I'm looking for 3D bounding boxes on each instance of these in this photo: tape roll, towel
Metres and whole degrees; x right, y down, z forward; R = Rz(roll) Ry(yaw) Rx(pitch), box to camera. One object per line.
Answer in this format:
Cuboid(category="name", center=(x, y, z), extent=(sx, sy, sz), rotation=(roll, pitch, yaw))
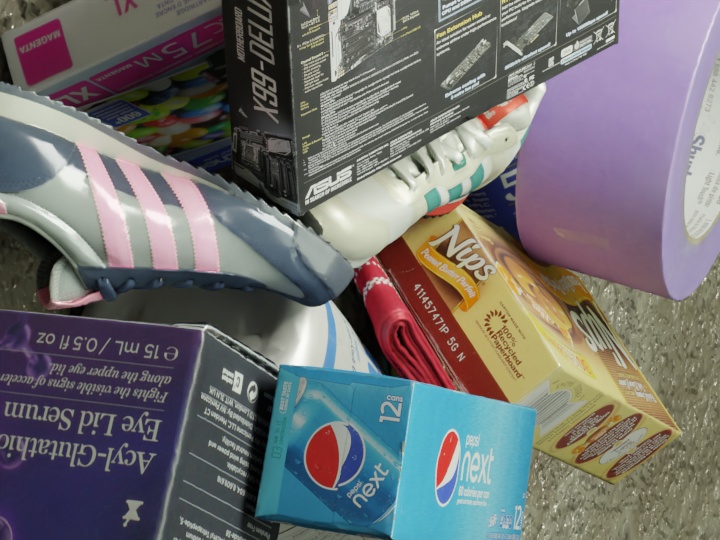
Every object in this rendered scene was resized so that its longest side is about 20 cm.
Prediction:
Cuboid(category="tape roll", center=(0.157, -0.091, 1.482), extent=(0.200, 0.084, 0.201), rotation=(17, 90, -70))
Cuboid(category="towel", center=(0.000, 0.000, 1.418), extent=(0.200, 0.022, 0.145), rotation=(59, 0, 41))

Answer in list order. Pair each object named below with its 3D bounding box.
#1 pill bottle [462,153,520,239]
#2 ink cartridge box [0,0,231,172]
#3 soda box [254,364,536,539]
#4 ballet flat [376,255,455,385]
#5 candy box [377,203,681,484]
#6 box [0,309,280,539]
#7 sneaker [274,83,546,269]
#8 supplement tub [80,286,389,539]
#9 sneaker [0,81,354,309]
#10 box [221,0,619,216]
Cuboid(category="pill bottle", center=(0.065, -0.106, 1.558), extent=(0.200, 0.119, 0.120), rotation=(56, 45, -51))
Cuboid(category="ink cartridge box", center=(-0.064, -0.093, 1.297), extent=(0.200, 0.119, 0.042), rotation=(20, 51, -64))
Cuboid(category="soda box", center=(0.020, 0.085, 1.239), extent=(0.200, 0.064, 0.068), rotation=(19, 79, -71))
Cuboid(category="ballet flat", center=(0.037, 0.031, 1.575), extent=(0.071, 0.070, 0.201), rotation=(-42, 130, -55))
Cuboid(category="candy box", center=(0.094, 0.041, 1.494), extent=(0.116, 0.055, 0.200), rotation=(59, 13, 24))
Cuboid(category="box", center=(-0.124, 0.125, 1.173), extent=(0.104, 0.147, 0.202), rotation=(38, 59, -59))
Cuboid(category="sneaker", center=(0.028, -0.063, 1.332), extent=(0.070, 0.093, 0.200), rotation=(52, 27, 7))
Cuboid(category="supplement tub", center=(-0.046, 0.079, 1.346), extent=(0.200, 0.131, 0.133), rotation=(53, 48, -53))
Cuboid(category="sneaker", center=(-0.101, -0.012, 1.213), extent=(0.199, 0.070, 0.083), rotation=(24, 80, -16))
Cuboid(category="box", center=(0.030, -0.135, 1.217), extent=(0.199, 0.050, 0.159), rotation=(-30, 136, -28))
